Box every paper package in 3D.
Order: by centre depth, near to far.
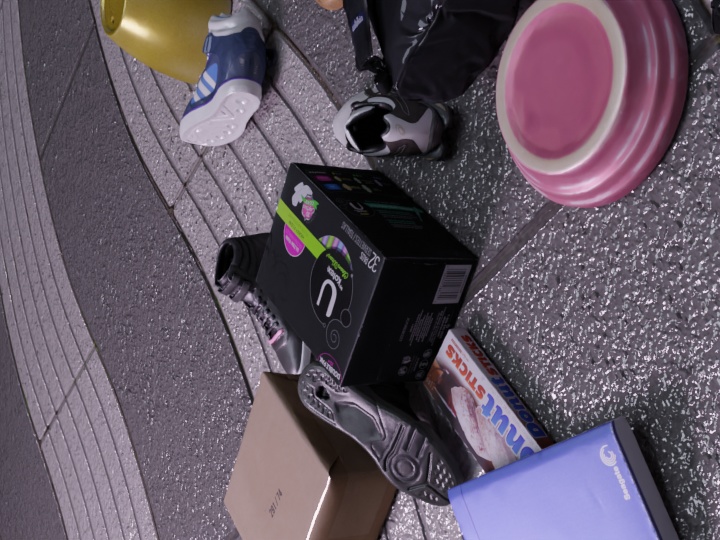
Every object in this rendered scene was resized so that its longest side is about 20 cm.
[{"bbox_3d":[-0.060,0.244,1.159,0.191,0.102,0.203,47,127,45],"label":"paper package"}]

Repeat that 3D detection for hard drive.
[{"bbox_3d":[0.167,0.219,0.858,0.199,0.025,0.134,-35,72,44],"label":"hard drive"}]

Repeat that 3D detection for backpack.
[{"bbox_3d":[0.065,-0.264,0.952,0.168,0.125,0.202,-52,37,28],"label":"backpack"}]

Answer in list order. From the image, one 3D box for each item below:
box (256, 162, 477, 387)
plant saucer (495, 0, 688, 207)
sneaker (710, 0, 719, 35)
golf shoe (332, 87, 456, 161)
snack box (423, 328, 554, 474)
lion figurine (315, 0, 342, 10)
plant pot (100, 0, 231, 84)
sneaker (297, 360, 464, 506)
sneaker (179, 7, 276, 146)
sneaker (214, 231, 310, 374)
[{"bbox_3d":[0.000,0.000,1.058,0.200,0.122,0.151,45,124,45],"label":"box"},{"bbox_3d":[0.181,-0.156,0.860,0.199,0.050,0.205,-1,89,55],"label":"plant saucer"},{"bbox_3d":[0.268,-0.216,0.716,0.201,0.068,0.101,58,136,39],"label":"sneaker"},{"bbox_3d":[0.011,-0.158,1.072,0.199,0.093,0.080,12,100,57],"label":"golf shoe"},{"bbox_3d":[0.127,0.147,0.953,0.201,0.024,0.073,54,132,41],"label":"snack box"},{"bbox_3d":[-0.014,-0.353,1.148,0.124,0.071,0.201,61,151,18],"label":"lion figurine"},{"bbox_3d":[-0.293,-0.380,1.481,0.198,0.140,0.205,0,90,56],"label":"plant pot"},{"bbox_3d":[0.038,0.152,1.053,0.198,0.114,0.077,36,116,19],"label":"sneaker"},{"bbox_3d":[-0.186,-0.268,1.386,0.199,0.079,0.150,-28,58,56],"label":"sneaker"},{"bbox_3d":[-0.126,0.044,1.263,0.071,0.098,0.204,-40,59,45],"label":"sneaker"}]
